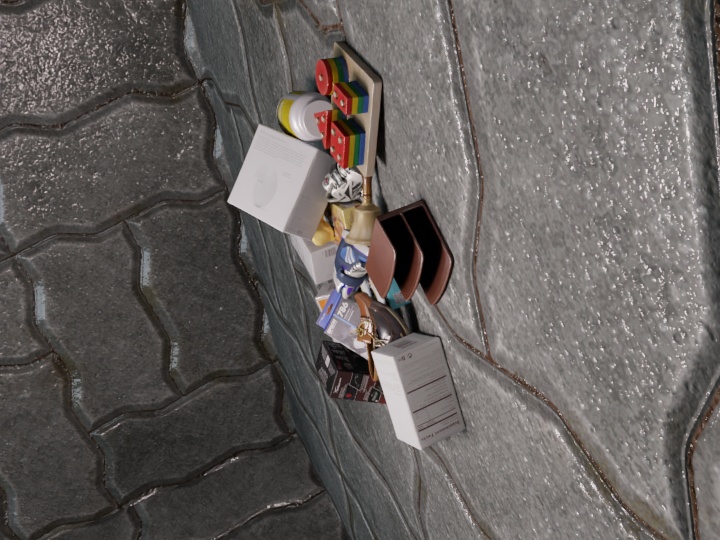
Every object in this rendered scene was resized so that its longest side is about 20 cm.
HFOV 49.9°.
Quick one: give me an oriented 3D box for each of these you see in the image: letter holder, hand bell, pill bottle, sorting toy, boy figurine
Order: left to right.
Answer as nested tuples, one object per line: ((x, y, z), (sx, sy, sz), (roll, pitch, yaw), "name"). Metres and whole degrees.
((-0.120, -0.353, 1.774), (0.200, 0.109, 0.113), (-144, 38, -66), "pill bottle")
((-0.118, -0.158, 1.885), (0.124, 0.064, 0.203), (-41, 64, 42), "boy figurine")
((-0.036, -0.318, 1.534), (0.200, 0.068, 0.203), (-124, 30, -46), "sorting toy")
((0.014, -0.163, 1.611), (0.104, 0.102, 0.204), (-143, 49, -64), "hand bell")
((0.090, -0.009, 1.458), (0.201, 0.099, 0.144), (102, 144, -63), "letter holder")

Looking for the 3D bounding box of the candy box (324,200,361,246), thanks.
((-0.041, -0.118, 1.874), (0.200, 0.054, 0.118), (-141, 37, -66), "candy box")

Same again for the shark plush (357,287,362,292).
((0.027, 0.111, 1.896), (0.202, 0.090, 0.083), (58, -167, 24), "shark plush")

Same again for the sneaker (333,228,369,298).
((0.000, 0.000, 1.705), (0.200, 0.079, 0.149), (35, 117, 61), "sneaker")

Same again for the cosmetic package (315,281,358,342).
((-0.026, 0.128, 1.942), (0.203, 0.100, 0.072), (67, -155, -21), "cosmetic package")

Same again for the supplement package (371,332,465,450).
((0.119, 0.247, 1.605), (0.117, 0.116, 0.204), (2, 110, 67), "supplement package")

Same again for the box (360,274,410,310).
((0.050, 0.041, 1.751), (0.200, 0.048, 0.084), (177, 74, -75), "box")

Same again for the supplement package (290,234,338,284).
((-0.112, -0.079, 2.068), (0.201, 0.112, 0.111), (-125, 20, -45), "supplement package")

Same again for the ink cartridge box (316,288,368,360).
((-0.013, 0.133, 1.832), (0.198, 0.101, 0.039), (29, -172, 20), "ink cartridge box")

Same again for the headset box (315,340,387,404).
((0.007, 0.244, 1.844), (0.149, 0.196, 0.076), (-127, 51, -60), "headset box")

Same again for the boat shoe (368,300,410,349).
((0.069, 0.155, 1.680), (0.074, 0.073, 0.202), (14, 141, 55), "boat shoe")

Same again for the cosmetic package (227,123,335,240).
((-0.175, -0.207, 1.814), (0.198, 0.122, 0.203), (28, 98, 33), "cosmetic package")

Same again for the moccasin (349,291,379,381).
((0.021, 0.148, 1.749), (0.073, 0.076, 0.205), (-163, 57, -70), "moccasin")

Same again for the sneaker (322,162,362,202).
((-0.038, -0.204, 1.709), (0.201, 0.087, 0.075), (106, 144, -63), "sneaker")
